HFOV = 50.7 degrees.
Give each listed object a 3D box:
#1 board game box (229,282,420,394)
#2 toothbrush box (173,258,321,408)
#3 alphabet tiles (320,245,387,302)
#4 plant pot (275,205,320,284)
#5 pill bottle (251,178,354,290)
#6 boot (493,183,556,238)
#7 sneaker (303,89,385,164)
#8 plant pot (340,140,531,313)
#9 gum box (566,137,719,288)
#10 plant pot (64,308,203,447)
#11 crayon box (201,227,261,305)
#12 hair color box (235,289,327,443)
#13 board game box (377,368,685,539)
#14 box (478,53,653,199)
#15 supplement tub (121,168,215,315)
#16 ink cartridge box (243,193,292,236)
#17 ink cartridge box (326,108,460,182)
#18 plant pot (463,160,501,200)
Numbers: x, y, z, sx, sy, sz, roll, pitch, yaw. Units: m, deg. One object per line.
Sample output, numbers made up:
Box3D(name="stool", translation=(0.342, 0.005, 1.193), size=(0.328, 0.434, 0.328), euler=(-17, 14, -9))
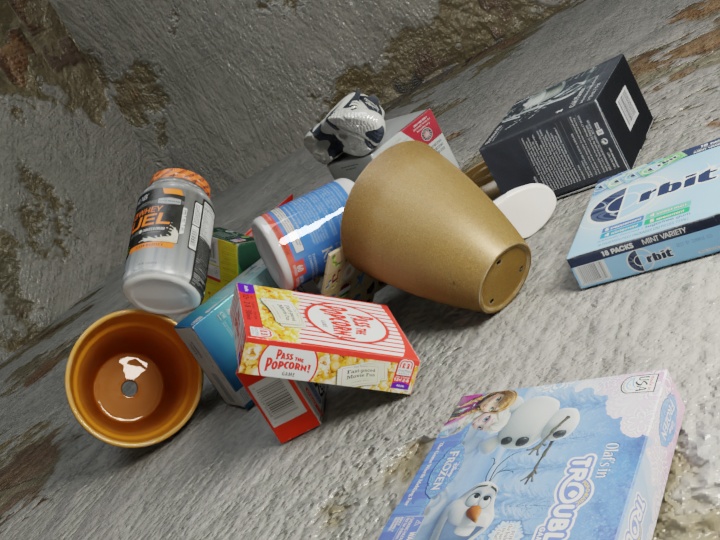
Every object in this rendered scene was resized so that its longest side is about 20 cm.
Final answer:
Box3D(name="board game box", translation=(-0.047, 0.077, 0.880), size=(0.197, 0.047, 0.152), euler=(10, 19, -18))
Box3D(name="toothbrush box", translation=(-0.150, 0.082, 1.130), size=(0.200, 0.147, 0.085), euler=(-41, 19, -27))
Box3D(name="alphabet tiles", translation=(0.000, 0.000, 1.055), size=(0.006, 0.202, 0.166), euler=(32, 41, 25))
Box3D(name="plant pot", translation=(-0.127, -0.007, 1.360), size=(0.092, 0.203, 0.201), euler=(21, 41, 18))
Box3D(name="pill bottle", translation=(-0.044, -0.062, 1.073), size=(0.198, 0.114, 0.112), euler=(-27, 15, -16))
Box3D(name="boot", translation=(0.178, -0.067, 1.087), size=(0.198, 0.073, 0.091), euler=(-32, 22, 3))
Box3D(name="sneaker", translation=(0.002, -0.240, 1.186), size=(0.130, 0.080, 0.199), euler=(-51, 14, -22))
Box3D(name="plant pot", translation=(0.107, -0.035, 0.941), size=(0.186, 0.188, 0.199), euler=(-38, 49, -21))
Box3D(name="gum box", translation=(0.337, -0.069, 0.858), size=(0.168, 0.045, 0.200), euler=(-20, 21, 37))
Box3D(name="plant pot", translation=(-0.359, 0.176, 1.198), size=(0.200, 0.201, 0.183), euler=(-39, 2, -24))
Box3D(name="crayon box", translation=(-0.210, 0.040, 1.233), size=(0.050, 0.203, 0.126), euler=(-12, 20, -40))
Box3D(name="hair color box", translation=(-0.093, 0.117, 0.987), size=(0.063, 0.112, 0.200), euler=(-27, 17, 10))
Box3D(name="board game box", translation=(0.125, 0.164, 0.574), size=(0.197, 0.044, 0.200), euler=(-16, 23, 40))
Box3D(name="box", translation=(0.317, -0.208, 1.161), size=(0.195, 0.125, 0.200), euler=(-21, 20, 40))
Box3D(name="supplement tub", translation=(-0.285, -0.046, 1.148), size=(0.121, 0.122, 0.202), euler=(-22, 51, 30))
Box3D(name="ink cartridge box", translation=(-0.167, -0.025, 1.444), size=(0.043, 0.175, 0.200), euler=(22, 38, 15))
Box3D(name="ink cartridge box", translation=(0.074, -0.131, 1.243), size=(0.145, 0.201, 0.144), euler=(-40, 21, -26))
Box3D(name="plant pot", translation=(0.232, -0.169, 1.370), size=(0.198, 0.028, 0.200), euler=(-30, 17, 10))
